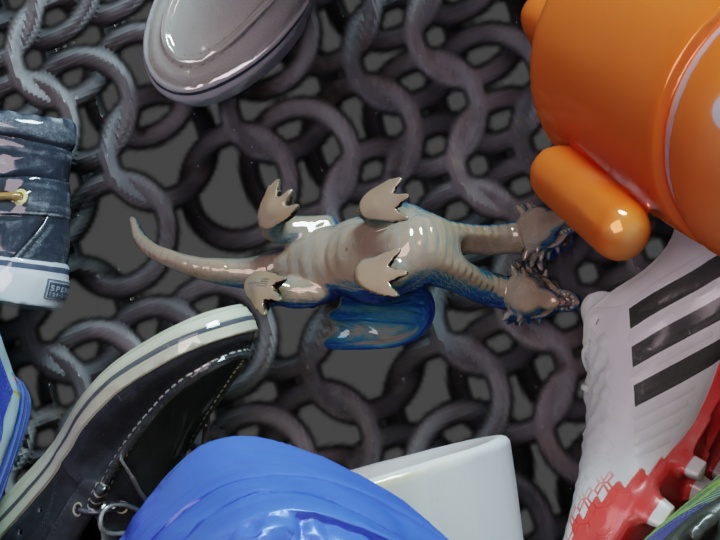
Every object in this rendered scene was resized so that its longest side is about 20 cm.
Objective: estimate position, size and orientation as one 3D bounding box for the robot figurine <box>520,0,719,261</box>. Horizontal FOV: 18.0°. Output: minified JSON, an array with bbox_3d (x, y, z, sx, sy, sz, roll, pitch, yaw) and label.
[{"bbox_3d":[0.145,-0.073,0.899,0.200,0.143,0.118,40,130,53],"label":"robot figurine"}]

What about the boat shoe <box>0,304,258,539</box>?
[{"bbox_3d":[-0.101,0.089,0.981,0.062,0.074,0.200,51,119,17],"label":"boat shoe"}]

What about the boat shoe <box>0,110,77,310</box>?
[{"bbox_3d":[-0.226,-0.036,1.056,0.198,0.071,0.092,5,84,8],"label":"boat shoe"}]

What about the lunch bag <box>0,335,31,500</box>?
[{"bbox_3d":[-0.229,0.090,0.954,0.159,0.201,0.083,-7,126,11],"label":"lunch bag"}]

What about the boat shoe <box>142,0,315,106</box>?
[{"bbox_3d":[-0.034,-0.162,1.015,0.071,0.070,0.200,42,95,15],"label":"boat shoe"}]

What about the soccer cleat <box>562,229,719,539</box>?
[{"bbox_3d":[0.119,0.052,0.952,0.085,0.069,0.201,25,84,28],"label":"soccer cleat"}]

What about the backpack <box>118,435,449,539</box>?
[{"bbox_3d":[-0.028,0.172,0.768,0.162,0.168,0.201,33,89,-21],"label":"backpack"}]

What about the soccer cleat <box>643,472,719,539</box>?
[{"bbox_3d":[0.167,0.096,0.915,0.200,0.084,0.065,-38,80,-26],"label":"soccer cleat"}]

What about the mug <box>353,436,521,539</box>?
[{"bbox_3d":[-0.010,0.166,0.927,0.185,0.149,0.155,-15,88,2],"label":"mug"}]

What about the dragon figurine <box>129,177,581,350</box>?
[{"bbox_3d":[0.000,0.000,0.987,0.198,0.099,0.059,-8,72,27],"label":"dragon figurine"}]
